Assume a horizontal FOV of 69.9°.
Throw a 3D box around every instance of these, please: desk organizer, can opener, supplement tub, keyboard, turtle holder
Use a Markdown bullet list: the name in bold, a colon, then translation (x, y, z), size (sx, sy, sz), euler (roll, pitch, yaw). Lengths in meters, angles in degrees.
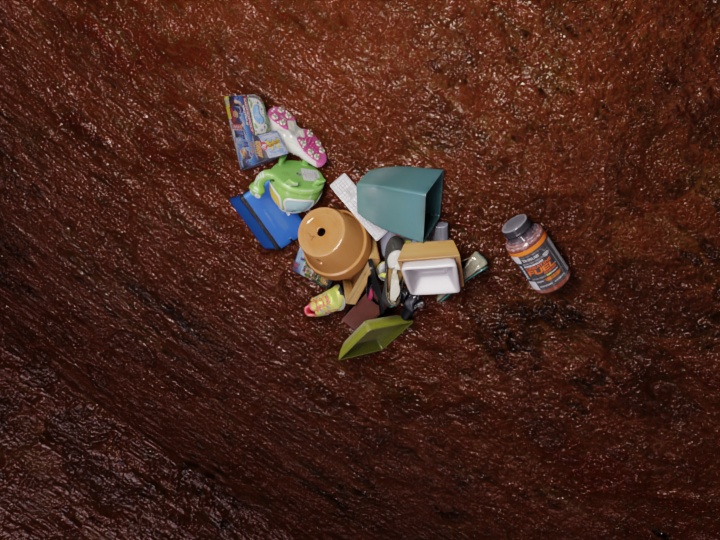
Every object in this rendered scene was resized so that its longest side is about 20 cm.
- **desk organizer**: translation (0.027, 0.111, 1.635), size (0.077, 0.072, 0.200), euler (38, 131, -4)
- **can opener**: translation (0.152, 0.103, 1.546), size (0.079, 0.063, 0.200), euler (55, 170, 21)
- **supplement tub**: translation (0.441, -0.044, 1.311), size (0.107, 0.107, 0.200), euler (-27, 111, 36)
- **keyboard**: translation (0.000, -0.175, 1.422), size (0.056, 0.011, 0.200), euler (-41, 93, -4)
- **turtle holder**: translation (-0.192, -0.222, 1.405), size (0.141, 0.185, 0.132), euler (45, 136, 19)

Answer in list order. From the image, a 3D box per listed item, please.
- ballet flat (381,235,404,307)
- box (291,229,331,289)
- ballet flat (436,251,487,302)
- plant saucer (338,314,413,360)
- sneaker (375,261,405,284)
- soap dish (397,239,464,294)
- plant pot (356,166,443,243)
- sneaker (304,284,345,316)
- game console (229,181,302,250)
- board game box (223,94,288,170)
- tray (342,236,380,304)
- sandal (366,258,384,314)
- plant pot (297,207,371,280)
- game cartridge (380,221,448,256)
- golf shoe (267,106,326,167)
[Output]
- **ballet flat**: translation (0.101, 0.007, 1.429), size (0.067, 0.068, 0.202), euler (1, 100, -10)
- **box**: translation (-0.123, -0.048, 1.600), size (0.136, 0.038, 0.201), euler (28, 131, 1)
- **ballet flat**: translation (0.279, 0.015, 1.468), size (0.200, 0.067, 0.063), euler (-43, 79, 35)
- **plant saucer**: translation (0.041, 0.206, 1.656), size (0.200, 0.199, 0.048), euler (-49, 59, 41)
- **sneaker**: translation (0.136, 0.007, 1.515), size (0.198, 0.085, 0.075), euler (17, 99, -14)
- **soap dish**: translation (0.189, -0.006, 1.360), size (0.156, 0.082, 0.200), euler (-4, 155, 13)
- **plant pot**: translation (0.096, -0.186, 1.338), size (0.198, 0.141, 0.142), euler (14, 130, 21)
- **sneaker**: translation (-0.117, 0.108, 1.648), size (0.200, 0.090, 0.079), euler (-41, 65, 52)
- **game console**: translation (-0.285, -0.173, 1.589), size (0.170, 0.118, 0.201), euler (-32, 112, 5)
- **board game box**: translation (-0.270, -0.359, 1.351), size (0.199, 0.061, 0.202), euler (21, 127, 49)
- **tray**: translation (0.000, 0.000, 1.542), size (0.037, 0.099, 0.201), euler (8, 136, -20)
- **sandal**: translation (0.033, 0.048, 1.476), size (0.045, 0.075, 0.201), euler (-16, 133, 1)
- **plant pot**: translation (-0.082, -0.085, 1.419), size (0.198, 0.202, 0.140), euler (6, 168, 19)
- **game cartridge**: translation (0.151, -0.081, 1.458), size (0.198, 0.041, 0.134), euler (5, 131, 20)
- **golf shoe**: translation (-0.176, -0.344, 1.382), size (0.200, 0.075, 0.091), euler (45, 139, -3)
